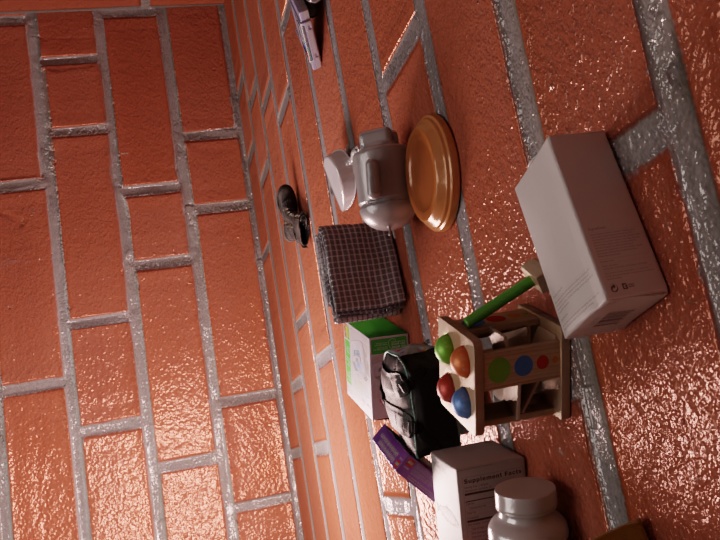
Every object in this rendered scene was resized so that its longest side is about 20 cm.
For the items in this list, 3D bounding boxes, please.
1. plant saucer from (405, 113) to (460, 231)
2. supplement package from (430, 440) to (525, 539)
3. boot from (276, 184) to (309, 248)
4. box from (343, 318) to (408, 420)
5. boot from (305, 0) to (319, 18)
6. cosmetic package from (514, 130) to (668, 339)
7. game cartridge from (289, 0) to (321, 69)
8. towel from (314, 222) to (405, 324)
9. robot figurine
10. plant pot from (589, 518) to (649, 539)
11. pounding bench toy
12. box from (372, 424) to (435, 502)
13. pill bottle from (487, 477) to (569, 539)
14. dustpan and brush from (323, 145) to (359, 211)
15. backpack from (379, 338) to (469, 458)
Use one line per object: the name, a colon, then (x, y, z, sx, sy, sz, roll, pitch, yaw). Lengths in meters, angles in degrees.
plant saucer: (0.119, -0.167, 1.448, 0.200, 0.037, 0.205, 172, 90, -75)
supplement package: (0.187, 0.381, 1.288, 0.117, 0.115, 0.205, -175, 79, -75)
boot: (-0.201, -0.173, 2.621, 0.174, 0.068, 0.205, -173, 72, -69)
box: (0.036, 0.207, 1.820, 0.200, 0.095, 0.181, -152, 58, -71)
boot: (-0.122, -0.690, 2.093, 0.133, 0.068, 0.203, 90, 172, -47)
cosmetic package: (0.251, -0.040, 0.933, 0.113, 0.079, 0.204, 116, 145, -63)
game cartridge: (-0.146, -0.622, 2.122, 0.201, 0.038, 0.132, 75, 177, -59)
towel: (0.000, 0.000, 1.732, 0.086, 0.162, 0.204, 128, 133, -61)
robot figurine: (0.047, -0.163, 1.576, 0.169, 0.111, 0.205, 2, -101, -67)
plant pot: (0.257, 0.437, 0.941, 0.196, 0.192, 0.202, 104, 145, -53)
pounding bench toy: (0.180, 0.093, 1.109, 0.124, 0.153, 0.205, -144, 49, -70)
box: (0.118, 0.360, 1.448, 0.199, 0.039, 0.137, 42, 177, -19)
pill bottle: (0.231, 0.394, 1.137, 0.112, 0.110, 0.205, -169, 73, -74)
dustpan and brush: (-0.035, -0.243, 1.985, 0.200, 0.056, 0.142, 110, 139, -72)
backpack: (0.111, 0.209, 1.425, 0.200, 0.150, 0.180, 174, 83, -73)
